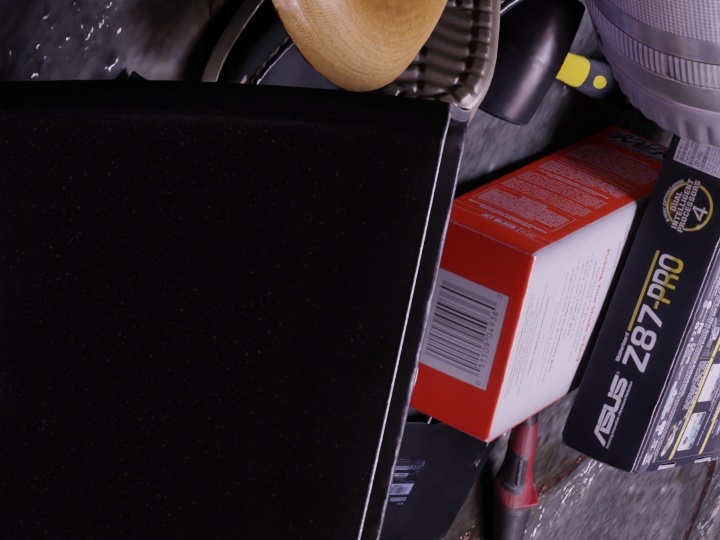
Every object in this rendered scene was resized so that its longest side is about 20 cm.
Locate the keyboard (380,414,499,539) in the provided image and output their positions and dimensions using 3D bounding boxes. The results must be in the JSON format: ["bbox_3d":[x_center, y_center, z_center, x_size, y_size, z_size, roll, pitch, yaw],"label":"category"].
[{"bbox_3d":[0.023,0.084,1.485,0.128,0.021,0.200,-62,157,10],"label":"keyboard"}]

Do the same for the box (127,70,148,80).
[{"bbox_3d":[-0.112,0.031,1.109,0.200,0.064,0.070,-53,155,-10],"label":"box"}]

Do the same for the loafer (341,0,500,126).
[{"bbox_3d":[0.025,-0.125,1.134,0.068,0.076,0.201,119,-10,-55],"label":"loafer"}]

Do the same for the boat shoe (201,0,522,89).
[{"bbox_3d":[0.017,-0.103,1.195,0.199,0.066,0.075,-35,148,-41],"label":"boat shoe"}]

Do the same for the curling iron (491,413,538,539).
[{"bbox_3d":[0.090,0.114,1.629,0.201,0.025,0.050,93,22,-49],"label":"curling iron"}]

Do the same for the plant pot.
[{"bbox_3d":[-0.071,0.024,0.971,0.200,0.176,0.201,-40,143,-86],"label":"plant pot"}]

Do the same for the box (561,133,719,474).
[{"bbox_3d":[0.180,0.000,1.492,0.161,0.049,0.201,0,111,-64],"label":"box"}]

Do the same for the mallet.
[{"bbox_3d":[0.096,-0.087,1.406,0.066,0.041,0.200,-60,160,0],"label":"mallet"}]

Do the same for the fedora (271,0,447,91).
[{"bbox_3d":[-0.022,-0.157,1.006,0.200,0.081,0.202,2,90,-68],"label":"fedora"}]

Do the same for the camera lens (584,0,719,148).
[{"bbox_3d":[0.168,-0.171,1.267,0.160,0.159,0.201,-46,145,-25],"label":"camera lens"}]

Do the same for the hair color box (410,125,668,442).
[{"bbox_3d":[0.095,0.003,1.449,0.200,0.061,0.102,-24,132,-57],"label":"hair color box"}]
